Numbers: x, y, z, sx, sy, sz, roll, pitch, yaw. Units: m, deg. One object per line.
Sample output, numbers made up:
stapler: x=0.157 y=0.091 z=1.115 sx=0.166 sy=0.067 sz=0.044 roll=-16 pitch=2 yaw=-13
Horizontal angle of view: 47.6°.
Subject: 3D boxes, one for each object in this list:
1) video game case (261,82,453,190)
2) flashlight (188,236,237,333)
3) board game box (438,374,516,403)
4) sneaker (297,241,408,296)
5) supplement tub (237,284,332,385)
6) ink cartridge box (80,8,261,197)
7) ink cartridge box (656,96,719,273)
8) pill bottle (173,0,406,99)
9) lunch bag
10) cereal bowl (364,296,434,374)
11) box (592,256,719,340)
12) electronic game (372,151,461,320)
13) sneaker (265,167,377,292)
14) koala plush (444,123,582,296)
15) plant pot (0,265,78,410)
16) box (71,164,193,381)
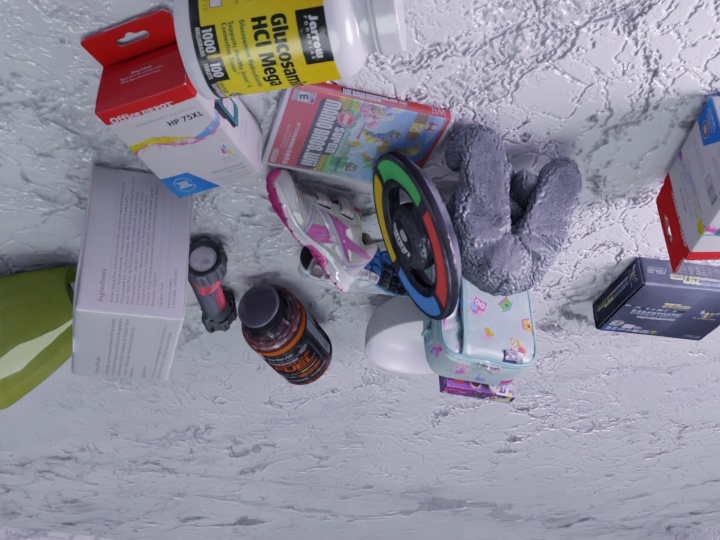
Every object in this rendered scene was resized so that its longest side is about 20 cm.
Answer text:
video game case: x=-0.007 y=-0.156 z=0.958 sx=0.195 sy=0.018 sz=0.144 roll=8 pitch=148 yaw=-16
flashlight: x=-0.218 y=0.024 z=1.218 sx=0.066 sy=0.070 sz=0.201 roll=-5 pitch=155 yaw=-1
board game box: x=0.163 y=0.087 z=1.193 sx=0.117 sy=0.205 sz=0.032 roll=9 pitch=148 yaw=-19
sneaker: x=0.000 y=0.000 z=1.188 sx=0.195 sy=0.077 sz=0.087 roll=11 pitch=162 yaw=-14
supplement tub: x=-0.123 y=0.099 z=1.298 sx=0.104 sy=0.109 sz=0.201 roll=-11 pitch=149 yaw=16
ink cartridge box: x=-0.200 y=-0.171 z=0.875 sx=0.113 sy=0.069 sz=0.200 roll=-13 pitch=147 yaw=19
ink cartridge box: x=0.420 y=-0.094 z=0.965 sx=0.065 sy=0.119 sz=0.201 roll=-1 pitch=151 yaw=-1
pill bottle: x=-0.060 y=-0.226 z=0.741 sx=0.194 sy=0.115 sz=0.113 roll=-7 pitch=150 yaw=10
lunch bag: x=0.160 y=0.057 z=1.142 sx=0.157 sy=0.204 sz=0.077 roll=13 pitch=146 yaw=-20
cereal bowl: x=0.101 y=0.090 z=1.313 sx=0.194 sy=0.085 sz=0.202 roll=-1 pitch=150 yaw=-1
box: x=0.490 y=0.048 z=1.289 sx=0.194 sy=0.052 sz=0.159 roll=6 pitch=148 yaw=-12
electronic game: x=0.062 y=-0.039 z=0.954 sx=0.041 sy=0.203 sz=0.201 roll=-19 pitch=153 yaw=-15
sneaker: x=-0.048 y=-0.067 z=1.057 sx=0.088 sy=0.082 sz=0.201 roll=-40 pitch=128 yaw=-1
koala plush: x=0.147 y=-0.048 z=1.016 sx=0.173 sy=0.188 sz=0.200 roll=18 pitch=165 yaw=-15
plant pot: x=-0.486 y=0.077 z=1.206 sx=0.196 sy=0.190 sz=0.187 roll=-25 pitch=145 yaw=11
box: x=-0.294 y=0.010 z=1.048 sx=0.127 sy=0.205 sz=0.200 roll=6 pitch=150 yaw=-17
